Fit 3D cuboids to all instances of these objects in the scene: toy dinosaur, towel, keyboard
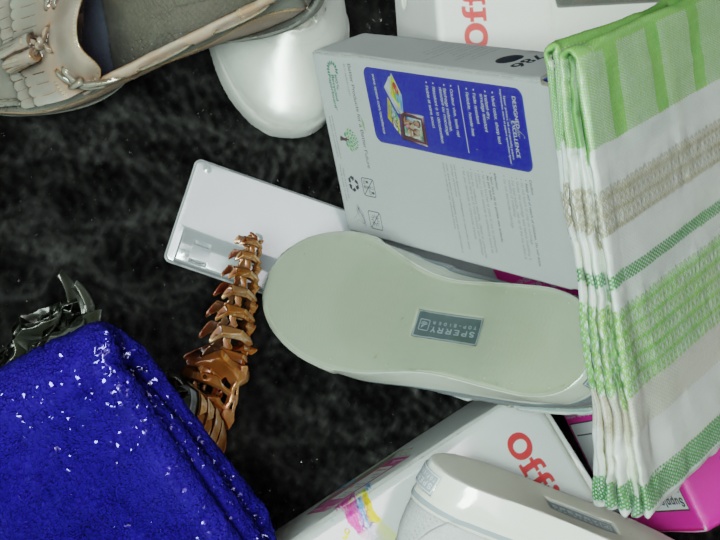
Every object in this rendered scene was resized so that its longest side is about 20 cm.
[{"bbox_3d":[-0.113,0.072,0.843,0.135,0.102,0.201,35,61,-20],"label":"toy dinosaur"},{"bbox_3d":[0.129,-0.012,0.741,0.149,0.031,0.201,-27,112,-51],"label":"towel"},{"bbox_3d":[0.000,0.000,0.898,0.199,0.011,0.057,19,76,-8],"label":"keyboard"},{"bbox_3d":[-0.153,0.122,0.766,0.199,0.050,0.148,-29,114,15],"label":"towel"}]

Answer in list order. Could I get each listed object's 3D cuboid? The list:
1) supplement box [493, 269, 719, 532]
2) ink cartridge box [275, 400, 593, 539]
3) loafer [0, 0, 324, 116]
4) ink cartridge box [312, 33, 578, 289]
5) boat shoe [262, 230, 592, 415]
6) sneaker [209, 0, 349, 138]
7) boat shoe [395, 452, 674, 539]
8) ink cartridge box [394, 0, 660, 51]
[{"bbox_3d":[0.148,0.022,0.869,0.101,0.103,0.201,-26,90,-18],"label":"supplement box"},{"bbox_3d":[0.032,0.169,0.845,0.199,0.085,0.145,-31,90,-11],"label":"ink cartridge box"},{"bbox_3d":[-0.116,-0.123,0.827,0.199,0.063,0.072,-15,95,13],"label":"loafer"},{"bbox_3d":[0.055,-0.054,0.804,0.039,0.200,0.100,-23,114,-30],"label":"ink cartridge box"},{"bbox_3d":[0.041,0.033,0.830,0.200,0.071,0.070,13,77,37],"label":"boat shoe"},{"bbox_3d":[-0.038,-0.171,0.868,0.075,0.088,0.202,0,84,-11],"label":"sneaker"},{"bbox_3d":[0.108,0.152,0.788,0.199,0.072,0.069,23,100,-14],"label":"boat shoe"},{"bbox_3d":[0.121,-0.164,0.896,0.199,0.084,0.147,-4,85,-11],"label":"ink cartridge box"}]
